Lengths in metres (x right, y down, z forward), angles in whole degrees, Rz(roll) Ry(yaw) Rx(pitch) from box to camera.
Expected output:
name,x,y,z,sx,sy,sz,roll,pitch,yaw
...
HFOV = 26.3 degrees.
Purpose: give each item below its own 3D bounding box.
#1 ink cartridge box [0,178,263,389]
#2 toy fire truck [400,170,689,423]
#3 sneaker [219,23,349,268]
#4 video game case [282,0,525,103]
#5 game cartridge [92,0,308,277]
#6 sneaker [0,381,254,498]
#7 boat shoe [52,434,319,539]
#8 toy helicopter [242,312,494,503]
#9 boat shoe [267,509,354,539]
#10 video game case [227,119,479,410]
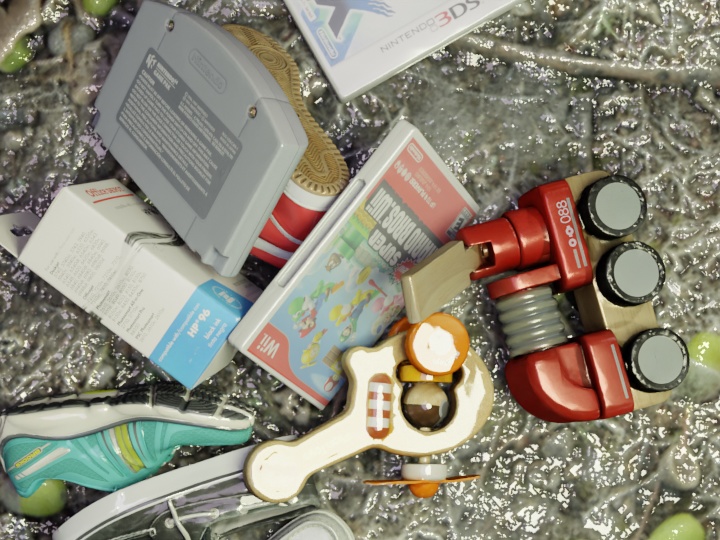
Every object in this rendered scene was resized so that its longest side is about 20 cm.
name,x,y,z,sx,sy,sz,roll,pitch,yaw
ink cartridge box,-0.172,-0.006,1.140,0.200,0.116,0.068,36,100,4
toy fire truck,0.121,0.031,1.111,0.199,0.129,0.177,-14,86,-12
sneaker,-0.078,-0.091,1.175,0.071,0.113,0.200,-4,49,-29
video game case,0.015,-0.262,1.212,0.182,0.022,0.201,-30,85,-2
game cartridge,-0.119,-0.106,1.127,0.200,0.040,0.134,48,121,34
sneaker,-0.175,0.129,1.164,0.199,0.078,0.080,-7,98,8
boat shoe,-0.128,0.188,1.149,0.199,0.074,0.068,-18,70,-10
toy helicopter,0.009,0.123,1.137,0.199,0.079,0.133,-26,93,-13
boat shoe,-0.080,0.264,1.144,0.074,0.065,0.202,44,87,4
video game case,0.000,0.000,1.134,0.017,0.143,0.200,36,86,32
